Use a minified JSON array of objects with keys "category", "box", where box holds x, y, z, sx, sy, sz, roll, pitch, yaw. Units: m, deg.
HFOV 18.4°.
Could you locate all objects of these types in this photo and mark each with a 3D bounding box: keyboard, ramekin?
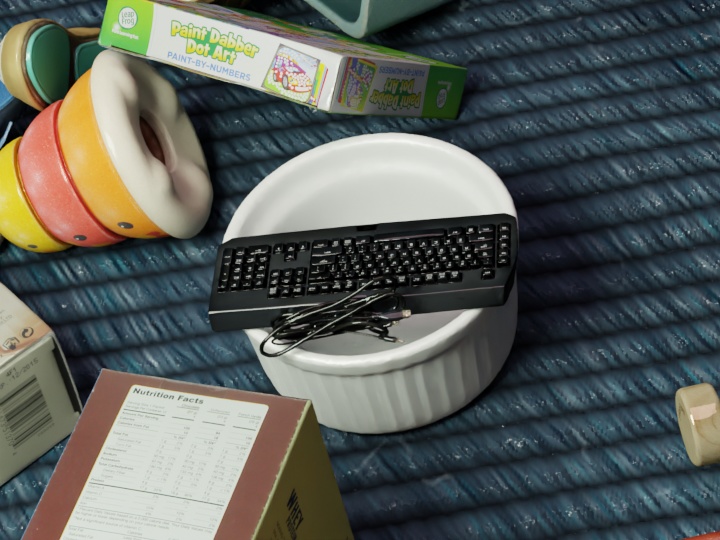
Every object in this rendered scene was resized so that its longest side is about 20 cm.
[{"category":"keyboard","box":[0.000,0.000,1.409,0.199,0.040,0.105,-6,48,10]},{"category":"ramekin","box":[0.013,0.013,1.487,0.199,0.098,0.201,-7,48,8]}]

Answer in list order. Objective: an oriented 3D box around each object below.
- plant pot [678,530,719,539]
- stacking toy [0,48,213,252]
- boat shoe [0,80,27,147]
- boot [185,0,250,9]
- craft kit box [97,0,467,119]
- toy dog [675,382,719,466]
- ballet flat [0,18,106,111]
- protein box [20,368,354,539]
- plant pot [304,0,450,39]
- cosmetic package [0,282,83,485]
[{"category":"plant pot","box":[0.206,0.252,1.177,0.175,0.200,0.200,5,50,31]},{"category":"stacking toy","box":[-0.220,-0.059,1.612,0.199,0.146,0.147,-24,45,18]},{"category":"boat shoe","box":[-0.330,-0.075,1.669,0.200,0.069,0.084,-39,43,-21]},{"category":"boot","box":[-0.131,-0.273,1.705,0.200,0.072,0.156,-29,75,40]},{"category":"craft kit box","box":[-0.052,-0.153,1.600,0.197,0.200,0.049,21,101,25]},{"category":"toy dog","box":[0.253,0.146,1.336,0.131,0.096,0.201,2,65,11]},{"category":"ballet flat","box":[-0.236,-0.151,1.654,0.063,0.200,0.069,3,93,14]},{"category":"protein box","box":[-0.102,0.200,1.281,0.134,0.199,0.201,8,52,19]},{"category":"plant pot","box":[0.033,-0.322,1.714,0.199,0.197,0.196,-17,41,-34]},{"category":"cosmetic package","box":[-0.287,0.045,1.529,0.087,0.104,0.200,-37,53,-21]}]
